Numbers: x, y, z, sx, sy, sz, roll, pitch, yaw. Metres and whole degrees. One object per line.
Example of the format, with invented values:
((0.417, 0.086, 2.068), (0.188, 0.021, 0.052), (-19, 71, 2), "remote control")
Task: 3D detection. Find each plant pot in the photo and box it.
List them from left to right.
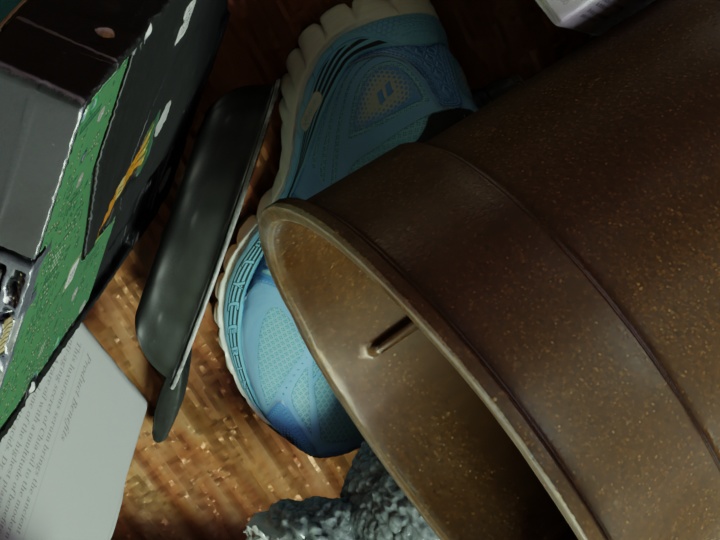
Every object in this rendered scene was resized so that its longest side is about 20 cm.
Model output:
((0.104, 0.006, 0.748), (0.198, 0.200, 0.201), (-36, 140, -12), "plant pot")

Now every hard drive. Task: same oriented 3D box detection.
((-0.085, -0.041, 0.707), (0.038, 0.200, 0.140), (23, 122, 1), "hard drive")

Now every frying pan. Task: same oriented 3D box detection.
((-0.060, -0.007, 0.845), (0.031, 0.116, 0.190), (19, 165, -6), "frying pan")

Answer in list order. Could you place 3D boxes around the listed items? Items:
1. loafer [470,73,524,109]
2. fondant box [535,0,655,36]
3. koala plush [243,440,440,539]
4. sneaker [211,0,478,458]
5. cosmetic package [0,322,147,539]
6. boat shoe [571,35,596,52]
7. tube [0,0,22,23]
((0.112, 0.000, 0.874), (0.072, 0.073, 0.200), (-36, 110, 5), "loafer")
((0.139, -0.158, 0.763), (0.199, 0.058, 0.144), (-35, 176, 12), "fondant box")
((0.058, 0.118, 0.923), (0.177, 0.185, 0.200), (-31, 135, 19), "koala plush")
((0.000, 0.000, 0.861), (0.078, 0.090, 0.201), (-11, 133, -26), "sneaker")
((-0.153, 0.035, 0.769), (0.071, 0.102, 0.200), (-1, 145, 25), "cosmetic package")
((0.111, -0.071, 0.898), (0.066, 0.070, 0.201), (14, 126, -12), "boat shoe")
((-0.123, -0.057, 0.698), (0.200, 0.050, 0.078), (-50, 166, -53), "tube")
